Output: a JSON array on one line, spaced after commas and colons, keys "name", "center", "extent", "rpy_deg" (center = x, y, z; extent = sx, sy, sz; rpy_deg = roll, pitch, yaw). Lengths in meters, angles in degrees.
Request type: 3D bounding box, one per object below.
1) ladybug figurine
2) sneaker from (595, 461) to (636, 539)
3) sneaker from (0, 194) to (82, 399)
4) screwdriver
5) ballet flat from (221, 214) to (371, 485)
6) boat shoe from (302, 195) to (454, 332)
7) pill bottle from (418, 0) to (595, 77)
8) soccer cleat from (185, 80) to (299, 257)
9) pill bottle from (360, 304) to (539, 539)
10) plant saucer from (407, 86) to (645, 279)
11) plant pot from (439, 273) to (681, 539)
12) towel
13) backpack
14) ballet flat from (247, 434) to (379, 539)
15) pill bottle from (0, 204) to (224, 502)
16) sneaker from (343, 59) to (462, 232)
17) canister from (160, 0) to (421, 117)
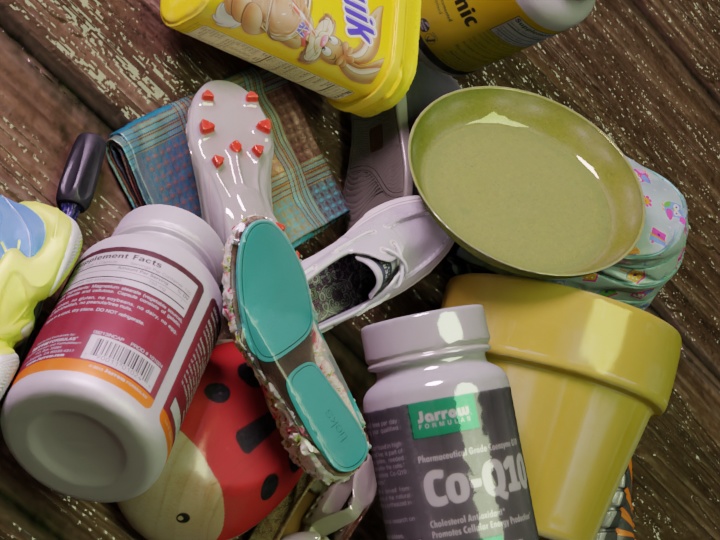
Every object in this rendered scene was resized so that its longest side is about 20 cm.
[{"name": "ladybug figurine", "center": [-0.093, 0.119, 1.318], "extent": [0.200, 0.072, 0.136], "rpy_deg": [-41, 105, -44]}, {"name": "sneaker", "center": [0.217, 0.241, 1.586], "extent": [0.112, 0.077, 0.201], "rpy_deg": [25, 71, -41]}, {"name": "sneaker", "center": [-0.266, 0.029, 1.197], "extent": [0.105, 0.076, 0.201], "rpy_deg": [31, 55, -11]}, {"name": "screwdriver", "center": [-0.216, -0.010, 1.282], "extent": [0.028, 0.029, 0.201], "rpy_deg": [33, 61, -32]}, {"name": "ballet flat", "center": [-0.058, 0.059, 1.272], "extent": [0.075, 0.064, 0.201], "rpy_deg": [-27, 102, -34]}, {"name": "boat shoe", "center": [0.000, 0.000, 1.403], "extent": [0.199, 0.068, 0.072], "rpy_deg": [-22, 106, -24]}, {"name": "pill bottle", "center": [0.133, -0.247, 1.569], "extent": [0.111, 0.200, 0.112], "rpy_deg": [17, 64, -40]}, {"name": "soccer cleat", "center": [-0.094, -0.051, 1.357], "extent": [0.069, 0.078, 0.201], "rpy_deg": [-1, 57, -24]}, {"name": "pill bottle", "center": [0.063, 0.132, 1.354], "extent": [0.113, 0.113, 0.201], "rpy_deg": [-6, 83, -45]}, {"name": "plant saucer", "center": [0.128, -0.064, 1.449], "extent": [0.199, 0.031, 0.201], "rpy_deg": [11, 47, -13]}, {"name": "plant pot", "center": [0.142, 0.121, 1.475], "extent": [0.200, 0.200, 0.190], "rpy_deg": [24, 77, -37]}, {"name": "towel", "center": [-0.098, -0.071, 1.414], "extent": [0.200, 0.022, 0.147], "rpy_deg": [-33, 100, -45]}, {"name": "backpack", "center": [0.175, -0.039, 1.551], "extent": [0.199, 0.127, 0.167], "rpy_deg": [29, 56, 4]}, {"name": "ballet flat", "center": [-0.035, 0.193, 1.355], "extent": [0.071, 0.065, 0.200], "rpy_deg": [47, 49, -22]}, {"name": "pill bottle", "center": [-0.158, 0.050, 1.239], "extent": [0.113, 0.113, 0.200], "rpy_deg": [47, 37, -22]}, {"name": "sneaker", "center": [0.048, -0.089, 1.522], "extent": [0.106, 0.075, 0.201], "rpy_deg": [15, 70, -43]}, {"name": "canister", "center": [-0.053, -0.221, 1.427], "extent": [0.199, 0.086, 0.149], "rpy_deg": [20, 65, -38]}]
